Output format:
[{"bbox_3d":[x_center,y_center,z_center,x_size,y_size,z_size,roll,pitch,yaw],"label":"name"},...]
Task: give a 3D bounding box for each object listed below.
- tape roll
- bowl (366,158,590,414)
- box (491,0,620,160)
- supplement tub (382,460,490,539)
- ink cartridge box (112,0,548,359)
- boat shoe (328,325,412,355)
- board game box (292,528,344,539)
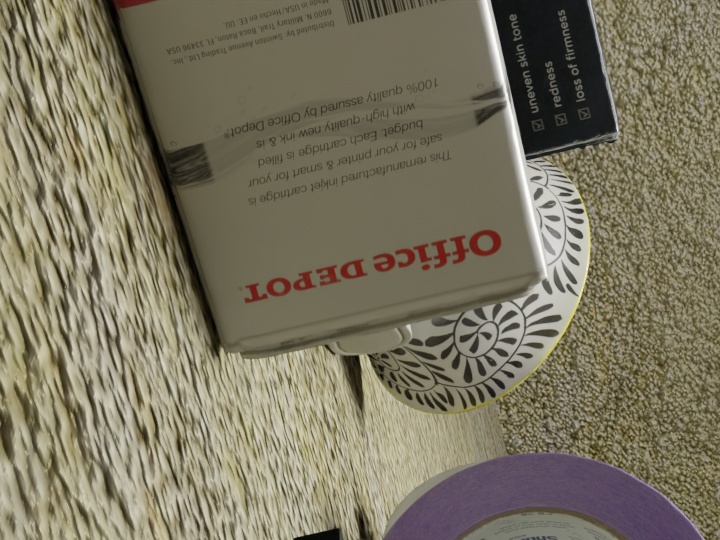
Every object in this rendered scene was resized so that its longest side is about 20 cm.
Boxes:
[{"bbox_3d":[0.098,0.202,0.840,0.066,0.199,0.201,67,12,-60],"label":"tape roll"},{"bbox_3d":[0.050,-0.010,1.092,0.094,0.200,0.201,30,40,-40],"label":"bowl"},{"bbox_3d":[0.020,-0.146,0.853,0.124,0.196,0.201,-58,134,-83],"label":"box"},{"bbox_3d":[0.095,0.234,0.995,0.145,0.144,0.200,-94,169,-55],"label":"supplement tub"},{"bbox_3d":[-0.012,-0.078,0.661,0.085,0.145,0.201,-90,166,-68],"label":"ink cartridge box"},{"bbox_3d":[0.000,0.000,0.951,0.200,0.074,0.061,67,12,-73],"label":"boat shoe"},{"bbox_3d":[-0.003,0.225,0.676,0.200,0.028,0.136,-91,166,-63],"label":"board game box"}]
